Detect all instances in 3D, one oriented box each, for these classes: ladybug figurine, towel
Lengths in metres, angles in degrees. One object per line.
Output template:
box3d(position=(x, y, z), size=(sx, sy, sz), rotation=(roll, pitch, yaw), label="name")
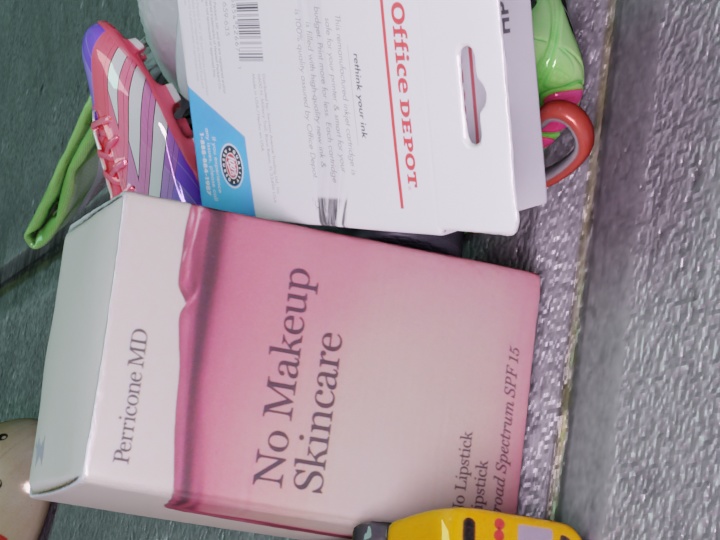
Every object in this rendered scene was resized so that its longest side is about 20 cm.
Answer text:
box3d(position=(-0.312, 0.197, 1.844), size=(0.200, 0.072, 0.136), rotation=(126, 149, -49), label="ladybug figurine")
box3d(position=(-0.135, -0.106, 1.414), size=(0.200, 0.031, 0.150), rotation=(-51, -7, -51), label="towel")

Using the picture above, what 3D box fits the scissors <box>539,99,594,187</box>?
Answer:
box3d(position=(0.025, -0.043, 1.010), size=(0.200, 0.073, 0.014), rotation=(-31, 18, 46), label="scissors")

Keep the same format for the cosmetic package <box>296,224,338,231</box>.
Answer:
box3d(position=(-0.002, -0.109, 1.167), size=(0.107, 0.090, 0.201), rotation=(-103, 29, -50), label="cosmetic package")

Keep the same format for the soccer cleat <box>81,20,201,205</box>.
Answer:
box3d(position=(-0.118, -0.045, 1.253), size=(0.201, 0.076, 0.067), rotation=(61, 175, -1), label="soccer cleat")

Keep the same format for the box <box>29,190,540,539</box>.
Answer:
box3d(position=(-0.034, 0.051, 0.980), size=(0.109, 0.199, 0.129), rotation=(159, 120, -67), label="box")

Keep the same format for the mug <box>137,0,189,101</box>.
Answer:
box3d(position=(-0.068, -0.174, 1.264), size=(0.200, 0.147, 0.176), rotation=(-69, -9, -55), label="mug")

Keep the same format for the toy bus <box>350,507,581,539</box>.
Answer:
box3d(position=(0.018, 0.153, 0.955), size=(0.200, 0.078, 0.066), rotation=(143, 133, -61), label="toy bus")

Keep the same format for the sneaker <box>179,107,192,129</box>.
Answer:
box3d(position=(-0.108, -0.067, 1.430), size=(0.071, 0.079, 0.201), rotation=(-141, 65, -72), label="sneaker")

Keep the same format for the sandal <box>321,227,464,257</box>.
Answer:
box3d(position=(0.001, 0.000, 1.101), size=(0.200, 0.076, 0.043), rotation=(142, 137, -60), label="sandal")

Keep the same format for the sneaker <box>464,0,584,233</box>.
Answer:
box3d(position=(0.044, -0.076, 1.052), size=(0.200, 0.076, 0.084), rotation=(-35, 39, 48), label="sneaker")

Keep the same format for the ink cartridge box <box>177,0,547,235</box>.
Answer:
box3d(position=(0.012, -0.080, 0.934), size=(0.199, 0.066, 0.117), rotation=(7, 106, 47), label="ink cartridge box")
